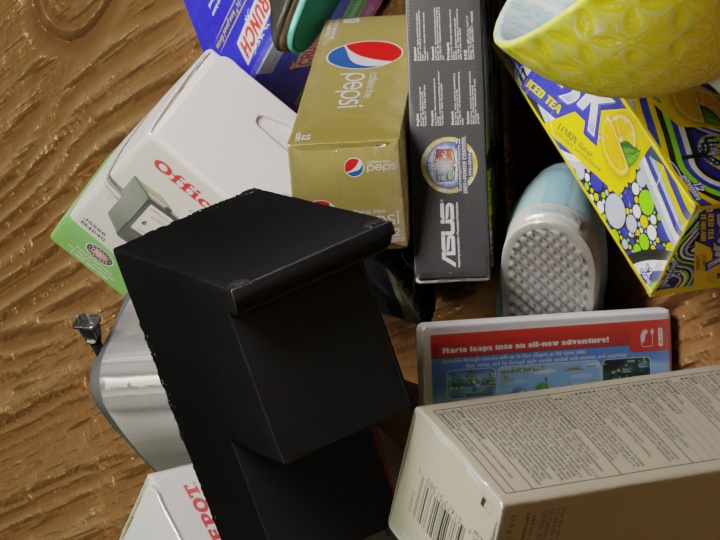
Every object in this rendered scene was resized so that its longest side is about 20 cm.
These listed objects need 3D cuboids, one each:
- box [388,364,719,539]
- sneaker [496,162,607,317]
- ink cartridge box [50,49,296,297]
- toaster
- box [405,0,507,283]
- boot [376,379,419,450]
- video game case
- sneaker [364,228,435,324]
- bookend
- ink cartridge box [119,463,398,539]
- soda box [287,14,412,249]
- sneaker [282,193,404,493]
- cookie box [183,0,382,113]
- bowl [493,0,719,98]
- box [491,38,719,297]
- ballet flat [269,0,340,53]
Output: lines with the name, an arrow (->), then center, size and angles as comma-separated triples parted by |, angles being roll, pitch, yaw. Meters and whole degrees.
box -> 0.126, 0.113, 1.479 | 0.095, 0.200, 0.078 | 49, 135, 47
sneaker -> 0.112, 0.026, 1.646 | 0.082, 0.074, 0.200 | -69, -9, -48
ink cartridge box -> -0.099, -0.039, 1.896 | 0.145, 0.084, 0.200 | 39, 150, -7
toaster -> -0.079, 0.076, 1.852 | 0.129, 0.200, 0.114 | -5, 48, 37
box -> 0.055, -0.101, 1.642 | 0.160, 0.044, 0.201 | -46, -46, -80
boot -> 0.063, 0.156, 1.631 | 0.070, 0.200, 0.147 | -62, -6, -77
video game case -> 0.104, 0.124, 1.582 | 0.017, 0.143, 0.201 | -152, 59, -77
sneaker -> 0.000, 0.000, 1.713 | 0.200, 0.086, 0.078 | 62, -157, -83
bookend -> -0.029, 0.071, 1.507 | 0.200, 0.092, 0.199 | 15, 126, 68
ink cartridge box -> -0.026, 0.181, 1.716 | 0.146, 0.200, 0.084 | 59, 142, 29
soda box -> 0.002, -0.082, 1.644 | 0.200, 0.064, 0.068 | -79, -15, -65
sneaker -> -0.046, 0.062, 1.653 | 0.075, 0.104, 0.201 | -2, 106, 70
cookie box -> -0.061, -0.228, 1.879 | 0.171, 0.075, 0.200 | -56, 47, 50
bowl -> 0.172, -0.150, 1.423 | 0.108, 0.200, 0.200 | 42, 151, -12
box -> 0.147, -0.083, 1.545 | 0.200, 0.064, 0.070 | 60, 143, 35
ballet flat -> -0.013, -0.227, 1.731 | 0.068, 0.068, 0.200 | 32, 88, 19
